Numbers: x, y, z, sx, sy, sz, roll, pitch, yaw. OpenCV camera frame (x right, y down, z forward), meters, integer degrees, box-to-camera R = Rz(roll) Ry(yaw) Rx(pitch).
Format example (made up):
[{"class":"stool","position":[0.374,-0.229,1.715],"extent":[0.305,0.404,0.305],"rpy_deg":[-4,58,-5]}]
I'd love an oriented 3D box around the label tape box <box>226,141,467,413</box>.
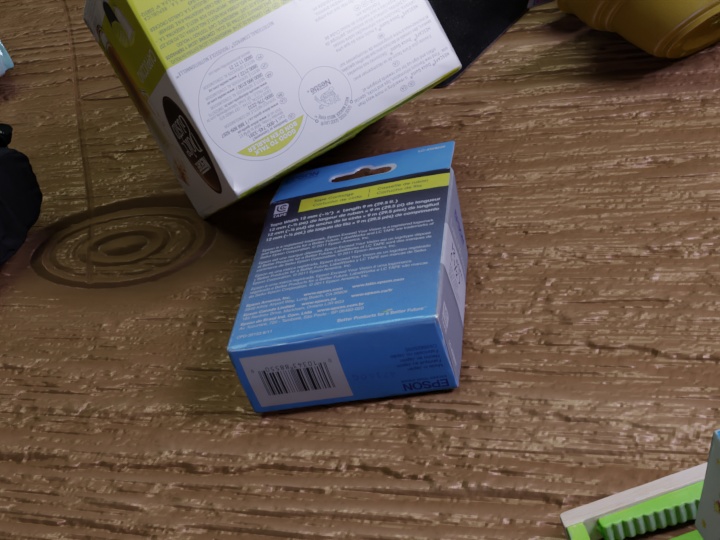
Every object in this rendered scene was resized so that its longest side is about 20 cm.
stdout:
[{"class":"label tape box","position":[0.000,0.000,0.818],"extent":[0.141,0.067,0.201],"rpy_deg":[-10,35,16]}]

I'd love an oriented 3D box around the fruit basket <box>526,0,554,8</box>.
[{"class":"fruit basket","position":[0.234,-0.296,0.975],"extent":[0.184,0.094,0.200],"rpy_deg":[-28,-8,-10]}]

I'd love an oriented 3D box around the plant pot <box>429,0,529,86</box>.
[{"class":"plant pot","position":[0.037,-0.309,1.093],"extent":[0.198,0.179,0.200],"rpy_deg":[16,51,41]}]

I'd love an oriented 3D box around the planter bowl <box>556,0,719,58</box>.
[{"class":"planter bowl","position":[0.259,-0.223,0.913],"extent":[0.199,0.200,0.084],"rpy_deg":[-26,80,-5]}]

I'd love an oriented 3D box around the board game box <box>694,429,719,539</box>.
[{"class":"board game box","position":[0.252,0.139,0.481],"extent":[0.146,0.065,0.201],"rpy_deg":[-11,36,-12]}]

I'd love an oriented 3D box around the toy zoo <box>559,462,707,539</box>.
[{"class":"toy zoo","position":[0.183,0.170,0.542],"extent":[0.130,0.021,0.201],"rpy_deg":[-19,36,3]}]

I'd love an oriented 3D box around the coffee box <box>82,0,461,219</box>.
[{"class":"coffee box","position":[-0.076,-0.178,0.914],"extent":[0.199,0.199,0.199],"rpy_deg":[-31,7,-14]}]

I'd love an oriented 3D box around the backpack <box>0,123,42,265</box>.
[{"class":"backpack","position":[-0.392,-0.046,1.026],"extent":[0.198,0.128,0.167],"rpy_deg":[6,33,34]}]

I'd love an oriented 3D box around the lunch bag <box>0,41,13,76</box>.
[{"class":"lunch bag","position":[-0.503,-0.249,1.348],"extent":[0.169,0.123,0.200],"rpy_deg":[-33,29,-11]}]
